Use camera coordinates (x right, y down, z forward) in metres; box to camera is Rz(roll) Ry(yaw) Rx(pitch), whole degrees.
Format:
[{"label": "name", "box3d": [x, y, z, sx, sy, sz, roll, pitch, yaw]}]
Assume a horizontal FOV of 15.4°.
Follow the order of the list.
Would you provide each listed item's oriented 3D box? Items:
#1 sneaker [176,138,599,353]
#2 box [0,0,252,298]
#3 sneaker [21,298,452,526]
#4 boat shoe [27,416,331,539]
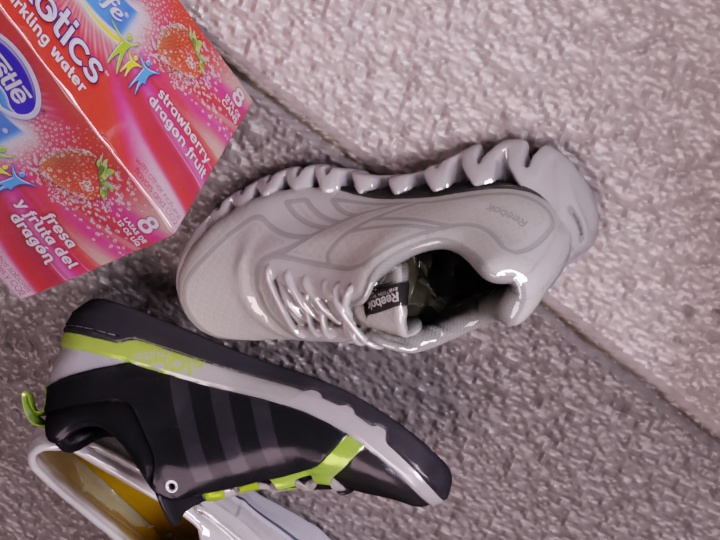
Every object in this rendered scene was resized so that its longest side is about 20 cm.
[{"label": "sneaker", "box3d": [0.000, 0.000, 1.121, 0.199, 0.081, 0.075, -12, 123, 31]}, {"label": "box", "box3d": [-0.148, -0.102, 1.085, 0.095, 0.100, 0.200, -21, 116, 34]}, {"label": "sneaker", "box3d": [-0.056, 0.081, 1.196, 0.199, 0.083, 0.072, 20, 173, 16]}, {"label": "boat shoe", "box3d": [-0.079, 0.137, 1.257, 0.074, 0.086, 0.202, -31, 111, 38]}]
